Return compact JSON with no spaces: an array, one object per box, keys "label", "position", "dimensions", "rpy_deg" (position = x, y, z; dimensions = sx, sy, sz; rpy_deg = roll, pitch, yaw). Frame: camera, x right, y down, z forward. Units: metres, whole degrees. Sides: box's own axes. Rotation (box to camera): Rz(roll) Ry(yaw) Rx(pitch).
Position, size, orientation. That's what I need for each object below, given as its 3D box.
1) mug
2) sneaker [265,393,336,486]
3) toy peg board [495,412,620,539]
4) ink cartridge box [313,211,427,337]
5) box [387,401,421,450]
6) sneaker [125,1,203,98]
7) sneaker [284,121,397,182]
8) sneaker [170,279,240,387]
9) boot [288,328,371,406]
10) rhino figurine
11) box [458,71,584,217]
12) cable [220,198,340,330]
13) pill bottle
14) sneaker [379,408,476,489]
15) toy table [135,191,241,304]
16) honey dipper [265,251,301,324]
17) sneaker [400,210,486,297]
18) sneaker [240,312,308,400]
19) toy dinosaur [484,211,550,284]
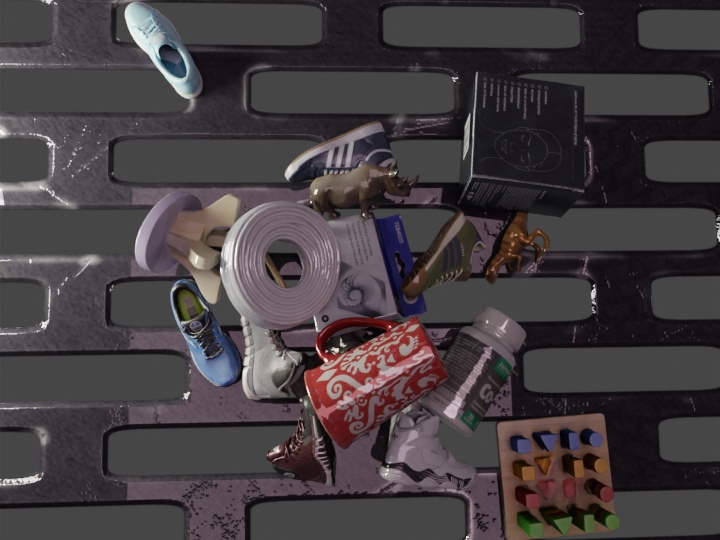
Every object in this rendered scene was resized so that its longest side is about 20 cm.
[{"label":"mug","position":[0.019,0.149,1.129],"dimensions":[0.197,0.133,0.180],"rpy_deg":[-29,88,6]},{"label":"sneaker","position":[-0.106,0.285,1.199],"dimensions":[0.113,0.076,0.203],"rpy_deg":[-3,125,6]},{"label":"toy peg board","position":[0.346,0.358,1.245],"dimensions":[0.195,0.098,0.204],"rpy_deg":[-4,85,-4]},{"label":"ink cartridge box","position":[0.000,0.000,1.259],"dimensions":[0.196,0.041,0.203],"rpy_deg":[-13,67,-5]},{"label":"box","position":[0.079,0.248,1.262],"dimensions":[0.038,0.041,0.205],"rpy_deg":[3,84,33]},{"label":"sneaker","position":[-0.347,-0.402,1.283],"dimensions":[0.074,0.082,0.201],"rpy_deg":[-40,88,-7]},{"label":"sneaker","position":[-0.028,-0.175,1.287],"dimensions":[0.197,0.070,0.110],"rpy_deg":[-26,85,-9]},{"label":"sneaker","position":[-0.271,0.108,1.235],"dimensions":[0.078,0.089,0.202],"rpy_deg":[-30,87,-5]},{"label":"boot","position":[-0.025,0.191,1.239],"dimensions":[0.174,0.069,0.200],"rpy_deg":[-45,59,-6]},{"label":"rhino figurine","position":[0.005,-0.136,1.235],"dimensions":[0.196,0.060,0.089],"rpy_deg":[-13,118,10]},{"label":"box","position":[0.278,-0.217,1.267],"dimensions":[0.192,0.124,0.205],"rpy_deg":[7,72,-1]},{"label":"cable","position":[-0.123,-0.009,1.163],"dimensions":[0.197,0.069,0.205],"rpy_deg":[-13,92,-30]},{"label":"pill bottle","position":[0.193,0.169,1.243],"dimensions":[0.112,0.113,0.202],"rpy_deg":[34,80,0]},{"label":"sneaker","position":[0.124,0.298,1.218],"dimensions":[0.197,0.075,0.118],"rpy_deg":[13,84,-33]},{"label":"toy table","position":[-0.268,-0.047,1.193],"dimensions":[0.115,0.201,0.187],"rpy_deg":[18,119,6]},{"label":"honey dipper","position":[-0.152,0.004,1.281],"dimensions":[0.038,0.038,0.202],"rpy_deg":[-32,85,-6]},{"label":"sneaker","position":[0.154,-0.009,1.261],"dimensions":[0.090,0.067,0.201],"rpy_deg":[43,58,-9]},{"label":"sneaker","position":[-0.140,0.119,1.235],"dimensions":[0.113,0.075,0.205],"rpy_deg":[1,94,22]},{"label":"toy dinosaur","position":[0.284,-0.067,1.301],"dimensions":[0.104,0.060,0.204],"rpy_deg":[23,83,0]}]
